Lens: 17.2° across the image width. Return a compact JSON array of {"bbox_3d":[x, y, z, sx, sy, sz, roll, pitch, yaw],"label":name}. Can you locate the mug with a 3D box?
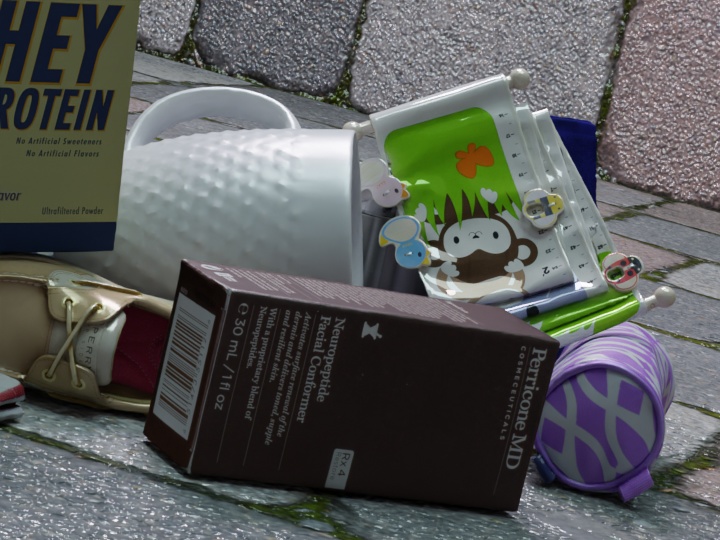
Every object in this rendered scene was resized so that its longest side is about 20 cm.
[{"bbox_3d":[-0.088,-0.029,1.424,0.174,0.201,0.148,-1,-37,2],"label":"mug"}]

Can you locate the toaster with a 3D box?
[{"bbox_3d":[0.000,0.000,1.562,0.113,0.130,0.200,17,9,29],"label":"toaster"}]

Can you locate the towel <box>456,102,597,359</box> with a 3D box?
[{"bbox_3d":[0.102,-0.006,1.565,0.049,0.201,0.147,-4,-6,40],"label":"towel"}]

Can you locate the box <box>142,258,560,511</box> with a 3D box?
[{"bbox_3d":[-0.004,0.062,1.252,0.199,0.101,0.075,8,10,-28],"label":"box"}]

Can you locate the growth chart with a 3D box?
[{"bbox_3d":[0.085,-0.032,1.472,0.144,0.201,0.018,-26,-19,-11],"label":"growth chart"}]

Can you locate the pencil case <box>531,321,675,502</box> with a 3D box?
[{"bbox_3d":[0.153,0.082,1.452,0.086,0.084,0.200,49,13,0],"label":"pencil case"}]

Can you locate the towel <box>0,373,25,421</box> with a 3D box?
[{"bbox_3d":[-0.283,0.043,1.187,0.199,0.023,0.144,17,10,19],"label":"towel"}]

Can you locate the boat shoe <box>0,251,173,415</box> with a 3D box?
[{"bbox_3d":[-0.144,0.036,1.278,0.199,0.074,0.069,11,3,-27],"label":"boat shoe"}]

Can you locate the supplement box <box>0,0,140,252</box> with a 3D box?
[{"bbox_3d":[-0.226,-0.130,1.323,0.134,0.201,0.200,-1,17,-31],"label":"supplement box"}]

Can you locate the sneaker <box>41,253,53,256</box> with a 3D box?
[{"bbox_3d":[-0.224,-0.009,1.438,0.088,0.076,0.200,16,9,10],"label":"sneaker"}]
